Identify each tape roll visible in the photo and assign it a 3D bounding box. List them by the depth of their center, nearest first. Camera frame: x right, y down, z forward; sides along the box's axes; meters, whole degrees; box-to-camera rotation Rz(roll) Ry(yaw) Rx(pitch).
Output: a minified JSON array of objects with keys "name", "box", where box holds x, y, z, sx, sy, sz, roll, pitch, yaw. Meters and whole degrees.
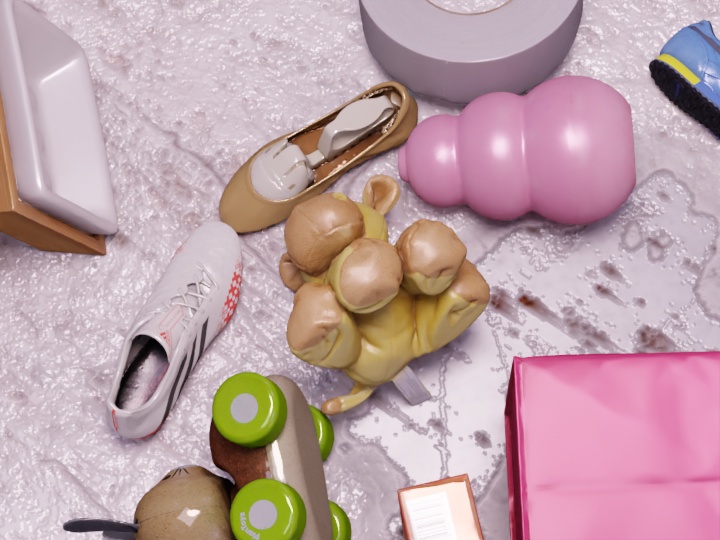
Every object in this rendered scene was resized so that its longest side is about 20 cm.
[{"name":"tape roll","box":[0.096,-0.246,1.430,0.198,0.066,0.202,-2,62,4]}]

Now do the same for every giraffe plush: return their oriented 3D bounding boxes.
[{"name":"giraffe plush","box":[0.000,0.000,1.340,0.171,0.201,0.163,-22,56,-9]}]

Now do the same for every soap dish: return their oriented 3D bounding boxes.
[{"name":"soap dish","box":[-0.283,-0.118,1.388,0.081,0.157,0.202,-17,73,15]}]

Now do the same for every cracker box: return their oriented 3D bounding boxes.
[{"name":"cracker box","box":[0.069,0.239,1.237,0.057,0.200,0.135,-13,73,0]}]

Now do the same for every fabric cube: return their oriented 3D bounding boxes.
[{"name":"fabric cube","box":[0.215,0.179,1.251,0.197,0.196,0.202,-2,74,1]}]

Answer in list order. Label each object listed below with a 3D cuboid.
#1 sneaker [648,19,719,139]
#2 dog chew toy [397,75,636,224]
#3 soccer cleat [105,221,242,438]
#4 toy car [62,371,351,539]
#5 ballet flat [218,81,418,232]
[{"name":"sneaker","box":[0.342,-0.136,1.408,0.078,0.066,0.200,-40,76,-13]},{"name":"dog chew toy","box":[0.131,-0.097,1.381,0.198,0.125,0.126,-5,73,9]},{"name":"soccer cleat","box":[-0.155,0.045,1.363,0.068,0.085,0.201,25,76,9]},{"name":"toy car","box":[-0.127,0.178,1.295,0.198,0.164,0.159,-15,73,11]},{"name":"ballet flat","box":[-0.040,-0.105,1.415,0.199,0.063,0.069,-34,74,-7]}]
